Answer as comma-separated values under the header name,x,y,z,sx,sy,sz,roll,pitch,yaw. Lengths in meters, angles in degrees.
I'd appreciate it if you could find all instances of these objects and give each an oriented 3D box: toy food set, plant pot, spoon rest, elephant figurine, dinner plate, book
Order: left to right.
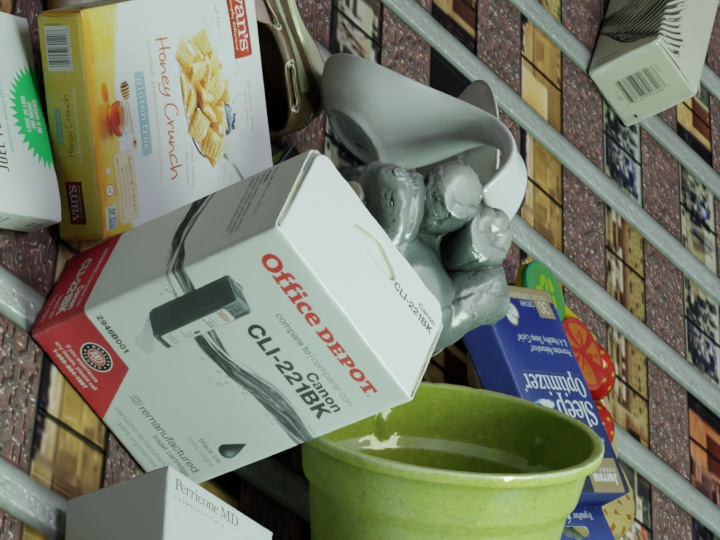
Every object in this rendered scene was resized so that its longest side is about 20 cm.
name,x,y,z,sx,sy,sz,roll,pitch,yaw
book,-0.260,-0.097,1.605,0.200,0.048,0.134,9,65,-58
elephant figurine,0.000,0.000,1.805,0.155,0.200,0.142,-8,92,-36
spoon rest,0.045,-0.092,1.864,0.061,0.200,0.100,-41,135,-17
plant pot,0.043,0.185,1.727,0.200,0.200,0.185,-15,116,-59
dinner plate,0.058,-0.039,1.942,0.024,0.200,0.201,12,54,-14
toy food set,0.147,0.100,2.092,0.198,0.049,0.200,45,37,-31

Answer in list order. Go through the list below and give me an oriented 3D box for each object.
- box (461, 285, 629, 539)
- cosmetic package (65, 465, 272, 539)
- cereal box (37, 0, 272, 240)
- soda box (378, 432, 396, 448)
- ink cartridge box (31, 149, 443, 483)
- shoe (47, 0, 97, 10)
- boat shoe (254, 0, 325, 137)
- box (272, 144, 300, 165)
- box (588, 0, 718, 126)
name,x,y,z,sx,sy,sz,roll,pitch,yaw
box,0.134,0.105,1.969,0.121,0.032,0.201,8,58,-59
cosmetic package,-0.115,0.229,1.570,0.108,0.085,0.201,36,44,-43
cereal box,-0.128,-0.107,1.754,0.200,0.039,0.144,-22,109,-57
soda box,0.053,0.151,1.893,0.200,0.070,0.064,40,38,-37
ink cartridge box,-0.073,0.033,1.649,0.144,0.200,0.084,52,34,-22
shoe,-0.168,-0.185,1.785,0.070,0.053,0.201,-3,75,-56
boat shoe,-0.085,-0.186,1.895,0.203,0.075,0.075,60,31,-13
box,-0.064,0.009,1.841,0.110,0.035,0.200,57,32,-16
box,0.269,-0.223,2.462,0.068,0.082,0.200,50,33,-24
